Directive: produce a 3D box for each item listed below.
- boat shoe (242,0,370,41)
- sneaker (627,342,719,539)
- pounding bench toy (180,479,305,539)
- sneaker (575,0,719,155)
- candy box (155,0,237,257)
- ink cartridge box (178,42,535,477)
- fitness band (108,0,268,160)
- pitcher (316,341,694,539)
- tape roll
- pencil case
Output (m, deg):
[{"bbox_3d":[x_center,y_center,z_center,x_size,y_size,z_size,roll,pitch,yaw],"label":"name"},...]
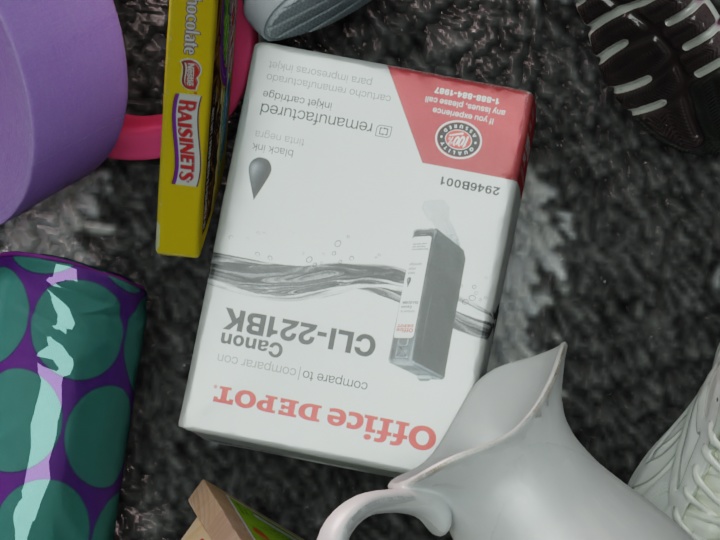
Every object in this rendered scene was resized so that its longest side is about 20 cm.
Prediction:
[{"bbox_3d":[0.009,-0.186,1.198,0.200,0.072,0.062,-37,78,-27],"label":"boat shoe"},{"bbox_3d":[0.181,0.091,1.158,0.078,0.099,0.200,24,87,7],"label":"sneaker"},{"bbox_3d":[-0.030,0.232,1.145,0.200,0.124,0.156,34,94,-24],"label":"pounding bench toy"},{"bbox_3d":[0.152,-0.164,1.203,0.076,0.116,0.200,-19,115,43],"label":"sneaker"},{"bbox_3d":[-0.074,-0.117,1.126,0.026,0.102,0.200,6,121,0],"label":"candy box"},{"bbox_3d":[0.000,0.000,1.191,0.144,0.084,0.200,11,86,5],"label":"ink cartridge box"},{"bbox_3d":[-0.124,-0.150,1.192,0.143,0.037,0.200,-4,118,9],"label":"fitness band"},{"bbox_3d":[0.082,0.159,1.085,0.171,0.121,0.200,-34,94,-28],"label":"pitcher"},{"bbox_3d":[-0.206,-0.122,1.166,0.066,0.200,0.200,-34,80,-38],"label":"tape roll"},{"bbox_3d":[-0.163,0.093,1.197,0.092,0.085,0.200,3,82,49],"label":"pencil case"}]
